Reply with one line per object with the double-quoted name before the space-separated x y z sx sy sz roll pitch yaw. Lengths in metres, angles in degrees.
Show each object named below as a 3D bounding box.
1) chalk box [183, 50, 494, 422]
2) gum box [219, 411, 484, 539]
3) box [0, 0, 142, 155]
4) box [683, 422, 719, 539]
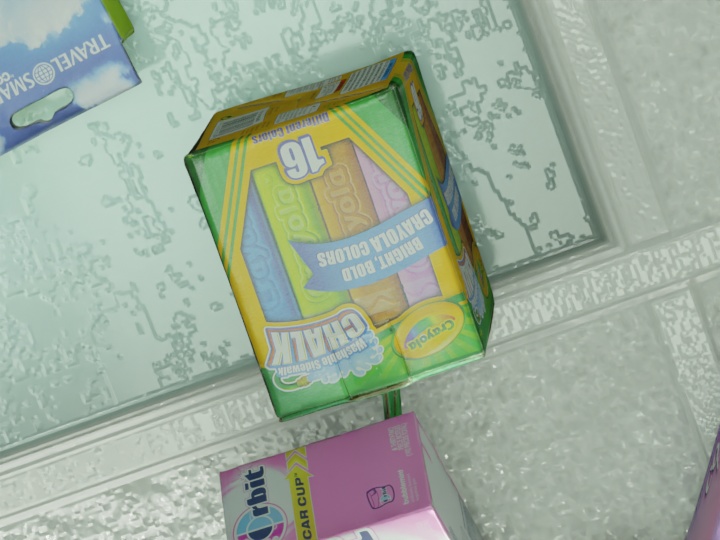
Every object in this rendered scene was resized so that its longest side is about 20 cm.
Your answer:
"chalk box" 0.000 0.000 1.354 0.123 0.124 0.201 -18 103 9
"gum box" 0.011 0.172 1.377 0.113 0.066 0.200 -18 139 9
"box" -0.214 -0.170 1.368 0.121 0.048 0.201 -26 100 11
"box" 0.299 0.111 1.371 0.199 0.097 0.177 15 104 1
